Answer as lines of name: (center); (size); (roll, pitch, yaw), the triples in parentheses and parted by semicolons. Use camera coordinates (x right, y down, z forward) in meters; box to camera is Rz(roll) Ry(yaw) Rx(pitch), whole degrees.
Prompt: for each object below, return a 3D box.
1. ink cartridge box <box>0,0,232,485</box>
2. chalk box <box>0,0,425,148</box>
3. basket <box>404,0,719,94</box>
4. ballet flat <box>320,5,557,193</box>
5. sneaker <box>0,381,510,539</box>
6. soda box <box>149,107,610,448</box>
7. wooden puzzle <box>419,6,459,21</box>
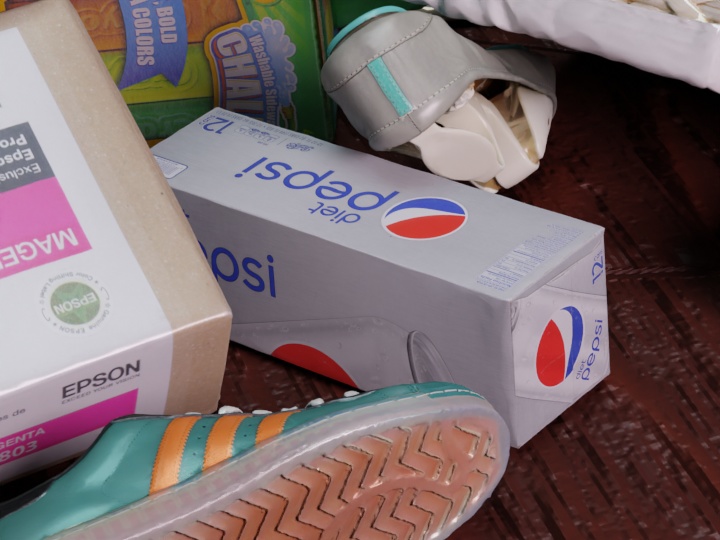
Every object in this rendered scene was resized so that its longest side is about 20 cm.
ink cartridge box: (-0.170, 0.002, 1.142); (0.199, 0.075, 0.165); (-20, 63, -21)
chalk box: (-0.070, -0.129, 1.351); (0.199, 0.125, 0.124); (-6, 31, 4)
basket: (0.137, -0.160, 1.255); (0.198, 0.162, 0.200); (20, 10, 36)
ballet flat: (0.043, -0.060, 1.241); (0.067, 0.200, 0.064); (-38, 73, 15)
sneaker: (-0.048, 0.075, 1.067); (0.199, 0.072, 0.080); (-19, 38, -16)
soda box: (0.000, 0.000, 1.182); (0.199, 0.069, 0.063); (19, 38, 35)
wooden puzzle: (0.116, -0.182, 1.483); (0.199, 0.037, 0.185); (-2, 32, 8)
